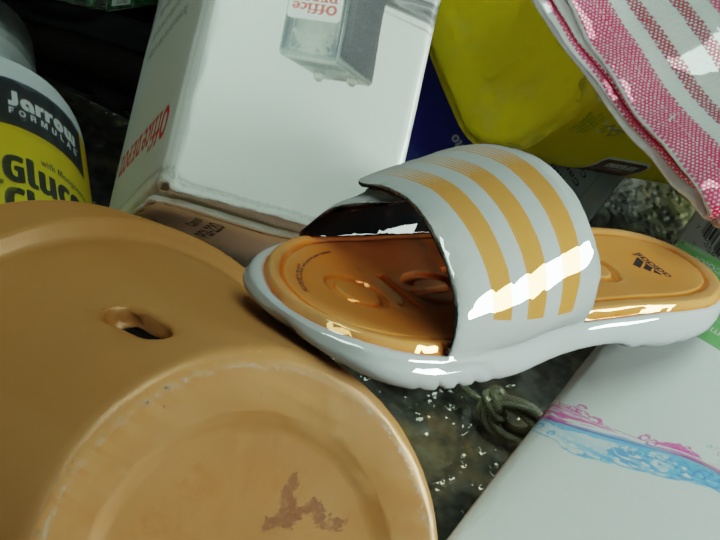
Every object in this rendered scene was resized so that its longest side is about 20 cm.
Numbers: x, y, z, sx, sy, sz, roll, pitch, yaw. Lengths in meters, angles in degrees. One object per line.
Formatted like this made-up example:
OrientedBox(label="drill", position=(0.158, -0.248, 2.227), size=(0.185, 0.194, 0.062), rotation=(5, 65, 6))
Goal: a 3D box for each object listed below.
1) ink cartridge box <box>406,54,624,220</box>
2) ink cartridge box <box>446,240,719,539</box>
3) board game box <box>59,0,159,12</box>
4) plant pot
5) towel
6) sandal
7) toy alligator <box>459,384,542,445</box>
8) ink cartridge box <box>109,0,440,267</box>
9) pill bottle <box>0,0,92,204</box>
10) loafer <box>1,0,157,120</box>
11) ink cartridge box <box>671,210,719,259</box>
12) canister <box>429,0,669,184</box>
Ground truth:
OrientedBox(label="ink cartridge box", position=(0.037, -0.100, 0.872), size=(0.200, 0.041, 0.200), rotation=(52, 34, -5))
OrientedBox(label="ink cartridge box", position=(0.082, 0.106, 0.705), size=(0.087, 0.146, 0.200), rotation=(32, 46, 11))
OrientedBox(label="board game box", position=(-0.167, -0.136, 0.824), size=(0.199, 0.024, 0.105), rotation=(13, 13, 20))
OrientedBox(label="plant pot", position=(-0.071, 0.083, 0.603), size=(0.199, 0.201, 0.140), rotation=(-14, 12, -31))
OrientedBox(label="towel", position=(0.170, -0.112, 0.736), size=(0.199, 0.030, 0.147), rotation=(-26, 63, -13))
OrientedBox(label="sandal", position=(0.048, -0.012, 0.631), size=(0.206, 0.059, 0.079), rotation=(-7, 33, -46))
OrientedBox(label="toy alligator", position=(0.000, 0.000, 0.832), size=(0.200, 0.059, 0.054), rotation=(34, 43, -5))
OrientedBox(label="ink cartridge box", position=(-0.026, -0.101, 0.725), size=(0.084, 0.146, 0.201), rotation=(16, 80, -13))
OrientedBox(label="pill bottle", position=(-0.154, -0.011, 0.746), size=(0.112, 0.112, 0.201), rotation=(2, 49, -19))
OrientedBox(label="loafer", position=(-0.139, -0.095, 0.863), size=(0.199, 0.063, 0.072), rotation=(15, 19, 15))
OrientedBox(label="ink cartridge box", position=(0.217, -0.002, 0.812), size=(0.084, 0.200, 0.146), rotation=(-9, 58, -28))
OrientedBox(label="canister", position=(0.114, -0.108, 0.861), size=(0.200, 0.086, 0.149), rotation=(5, 59, -49))
